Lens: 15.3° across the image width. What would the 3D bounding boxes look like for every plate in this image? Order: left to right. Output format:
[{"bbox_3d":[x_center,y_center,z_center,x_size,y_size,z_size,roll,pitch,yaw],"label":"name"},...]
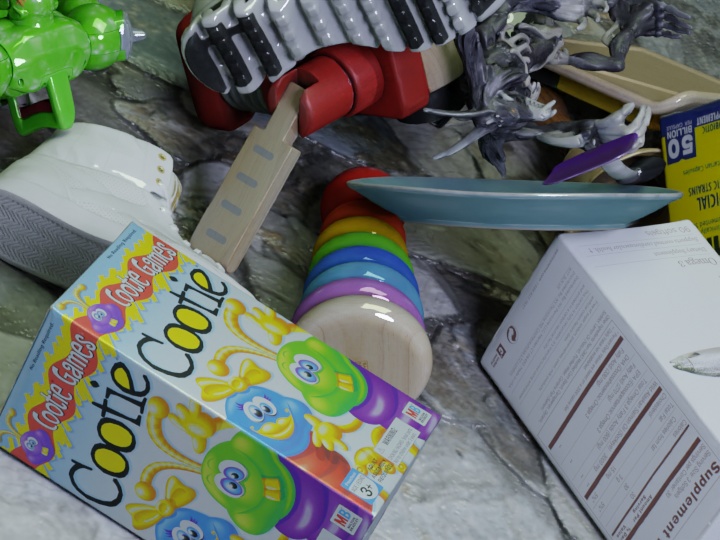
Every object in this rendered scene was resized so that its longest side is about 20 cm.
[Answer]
[{"bbox_3d":[0.091,-0.039,1.596,0.200,0.026,0.200,1,4,0],"label":"plate"}]

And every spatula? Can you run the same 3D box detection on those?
[{"bbox_3d":[0.153,-0.062,1.598,0.021,0.056,0.200,70,17,7],"label":"spatula"}]

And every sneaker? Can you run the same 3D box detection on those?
[{"bbox_3d":[-0.114,-0.019,1.564,0.200,0.074,0.116,31,39,6],"label":"sneaker"},{"bbox_3d":[-0.010,-0.169,1.591,0.200,0.075,0.081,-11,42,10],"label":"sneaker"}]

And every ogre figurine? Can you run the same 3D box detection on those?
[{"bbox_3d":[-0.215,-0.132,1.605,0.120,0.098,0.200,11,4,42],"label":"ogre figurine"}]

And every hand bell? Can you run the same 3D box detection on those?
[{"bbox_3d":[0.146,-0.086,1.826,0.104,0.104,0.200,6,29,-28],"label":"hand bell"}]

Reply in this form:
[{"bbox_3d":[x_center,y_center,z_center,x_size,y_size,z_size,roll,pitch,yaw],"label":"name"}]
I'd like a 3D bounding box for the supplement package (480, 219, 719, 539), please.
[{"bbox_3d":[0.186,0.081,1.603,0.117,0.117,0.200,-6,48,-40],"label":"supplement package"}]

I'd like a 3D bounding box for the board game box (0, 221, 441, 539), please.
[{"bbox_3d":[-0.077,0.084,1.437,0.200,0.103,0.105,32,36,4],"label":"board game box"}]

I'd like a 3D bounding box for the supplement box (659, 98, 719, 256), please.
[{"bbox_3d":[0.271,-0.009,1.697,0.109,0.109,0.200,0,81,-33],"label":"supplement box"}]

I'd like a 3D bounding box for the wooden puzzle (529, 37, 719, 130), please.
[{"bbox_3d":[0.195,-0.126,1.856,0.200,0.037,0.185,22,14,41],"label":"wooden puzzle"}]

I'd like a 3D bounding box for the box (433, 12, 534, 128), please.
[{"bbox_3d":[0.010,-0.194,1.762,0.200,0.159,0.046,37,66,-4],"label":"box"}]

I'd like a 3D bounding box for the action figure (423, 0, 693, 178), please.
[{"bbox_3d":[0.126,-0.132,1.649,0.102,0.119,0.200,10,42,40],"label":"action figure"}]

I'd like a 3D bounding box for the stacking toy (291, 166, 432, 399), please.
[{"bbox_3d":[0.000,0.000,1.616,0.085,0.085,0.200,19,33,-12],"label":"stacking toy"}]

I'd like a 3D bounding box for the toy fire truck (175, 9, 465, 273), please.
[{"bbox_3d":[-0.055,-0.102,1.668,0.200,0.129,0.176,-32,29,-36],"label":"toy fire truck"}]
